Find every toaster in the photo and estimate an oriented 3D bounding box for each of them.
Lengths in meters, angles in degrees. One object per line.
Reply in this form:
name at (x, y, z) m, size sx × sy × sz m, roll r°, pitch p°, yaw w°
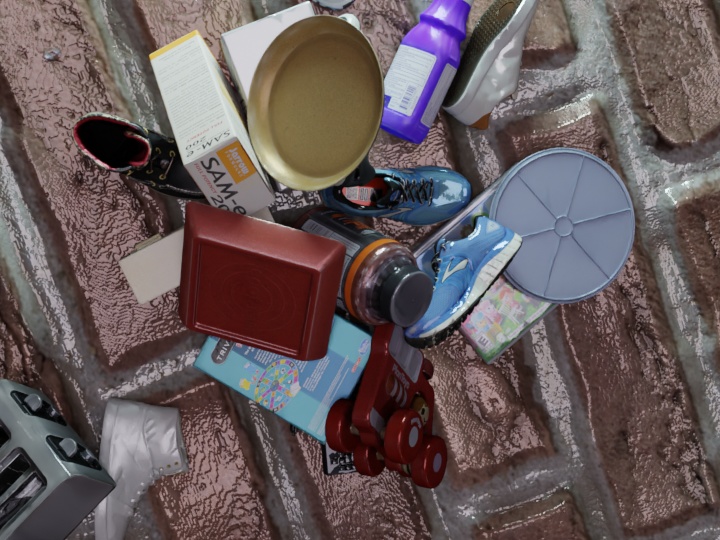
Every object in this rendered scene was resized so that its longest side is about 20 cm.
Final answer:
toaster at (-0.433, 0.260, 1.542) m, size 0.200 × 0.119 × 0.181 m, roll -45°, pitch 63°, yaw -3°

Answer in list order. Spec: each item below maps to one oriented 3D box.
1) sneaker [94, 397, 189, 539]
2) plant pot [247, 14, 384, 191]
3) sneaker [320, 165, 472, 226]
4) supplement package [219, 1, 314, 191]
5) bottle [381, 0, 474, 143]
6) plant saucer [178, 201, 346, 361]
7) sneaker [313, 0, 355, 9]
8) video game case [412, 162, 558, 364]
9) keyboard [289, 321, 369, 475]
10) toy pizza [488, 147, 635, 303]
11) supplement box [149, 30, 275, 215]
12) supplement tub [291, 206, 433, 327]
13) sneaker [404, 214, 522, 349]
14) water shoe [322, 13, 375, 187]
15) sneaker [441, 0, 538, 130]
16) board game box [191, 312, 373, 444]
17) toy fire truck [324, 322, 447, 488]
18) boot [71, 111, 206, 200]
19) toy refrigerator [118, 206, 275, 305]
sneaker at (-0.279, 0.271, 1.614) m, size 0.113 × 0.074 × 0.204 m, roll 6°, pitch 93°, yaw -3°
plant pot at (-0.048, -0.192, 1.449) m, size 0.197 × 0.027 × 0.204 m, roll -2°, pitch 86°, yaw 35°
sneaker at (0.049, -0.094, 1.608) m, size 0.196 × 0.090 × 0.080 m, roll -2°, pitch 95°, yaw -6°
supplement package at (-0.087, -0.215, 1.569) m, size 0.120 × 0.120 × 0.203 m, roll -21°, pitch 97°, yaw -6°
bottle at (0.084, -0.267, 1.602) m, size 0.065 × 0.083 × 0.203 m, roll 23°, pitch 92°, yaw -49°
plant saucer at (-0.127, 0.026, 1.514) m, size 0.197 × 0.037 × 0.201 m, roll 15°, pitch 133°, yaw 3°
sneaker at (-0.068, -0.419, 1.573) m, size 0.074 × 0.087 × 0.201 m, roll -34°, pitch 98°, yaw -4°
video game case at (0.189, -0.009, 1.664) m, size 0.199 × 0.022 × 0.183 m, roll -39°, pitch 97°, yaw -1°
keyboard at (-0.043, 0.170, 1.657) m, size 0.125 × 0.021 × 0.204 m, roll -5°, pitch 94°, yaw -5°
toy pizza at (0.262, -0.058, 1.642) m, size 0.196 × 0.032 × 0.204 m, roll 0°, pitch 93°, yaw -7°
supplement box at (-0.180, -0.172, 1.508) m, size 0.073 × 0.202 × 0.126 m, roll -26°, pitch 141°, yaw 4°
supplement tub at (0.000, 0.000, 1.551) m, size 0.106 × 0.199 × 0.109 m, roll -21°, pitch 125°, yaw -35°
sneaker at (0.115, 0.013, 1.579) m, size 0.089 × 0.079 × 0.200 m, roll 38°, pitch 71°, yaw 9°
water shoe at (-0.014, -0.201, 1.498) m, size 0.078 × 0.071 × 0.204 m, roll 5°, pitch 91°, yaw -38°
sneaker at (0.183, -0.276, 1.628) m, size 0.084 × 0.073 × 0.202 m, roll 32°, pitch 89°, yaw -31°
board game box at (-0.094, 0.105, 1.615) m, size 0.198 × 0.047 × 0.152 m, roll 30°, pitch 90°, yaw 3°
toy fire truck at (0.050, 0.173, 1.596) m, size 0.111 × 0.200 × 0.170 m, roll 6°, pitch 64°, yaw 30°
boot at (-0.264, -0.140, 1.542) m, size 0.198 × 0.151 × 0.074 m, roll 27°, pitch 92°, yaw -7°
toy refrigerator at (-0.205, -0.035, 1.595) m, size 0.198 × 0.076 × 0.071 m, roll -28°, pitch 97°, yaw -2°
